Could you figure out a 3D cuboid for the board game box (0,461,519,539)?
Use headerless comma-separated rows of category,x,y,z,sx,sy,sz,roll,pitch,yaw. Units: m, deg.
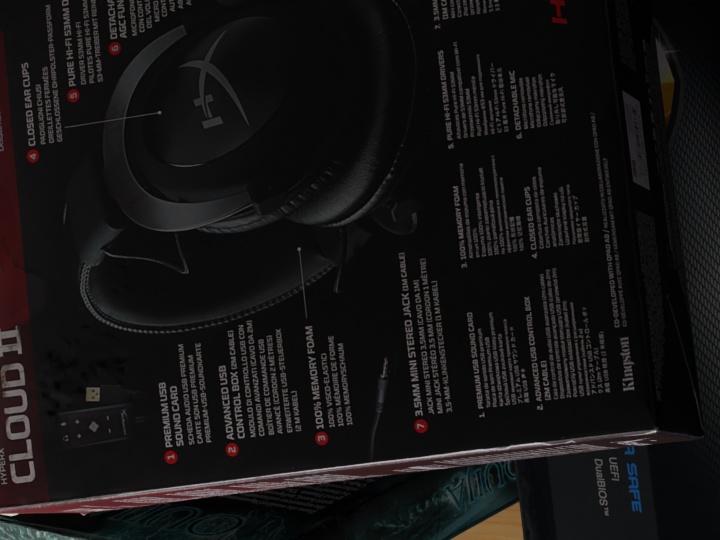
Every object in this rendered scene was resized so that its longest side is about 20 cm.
board game box,-0.058,0.067,0.930,0.200,0.028,0.135,6,-157,45

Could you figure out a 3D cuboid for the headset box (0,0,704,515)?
headset box,-0.021,-0.017,0.768,0.199,0.149,0.077,-9,173,16

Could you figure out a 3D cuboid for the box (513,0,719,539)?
box,0.115,-0.001,0.815,0.158,0.201,0.046,-6,179,4

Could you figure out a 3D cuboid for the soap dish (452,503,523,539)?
soap dish,-0.008,0.067,1.140,0.199,0.082,0.157,6,179,-23
